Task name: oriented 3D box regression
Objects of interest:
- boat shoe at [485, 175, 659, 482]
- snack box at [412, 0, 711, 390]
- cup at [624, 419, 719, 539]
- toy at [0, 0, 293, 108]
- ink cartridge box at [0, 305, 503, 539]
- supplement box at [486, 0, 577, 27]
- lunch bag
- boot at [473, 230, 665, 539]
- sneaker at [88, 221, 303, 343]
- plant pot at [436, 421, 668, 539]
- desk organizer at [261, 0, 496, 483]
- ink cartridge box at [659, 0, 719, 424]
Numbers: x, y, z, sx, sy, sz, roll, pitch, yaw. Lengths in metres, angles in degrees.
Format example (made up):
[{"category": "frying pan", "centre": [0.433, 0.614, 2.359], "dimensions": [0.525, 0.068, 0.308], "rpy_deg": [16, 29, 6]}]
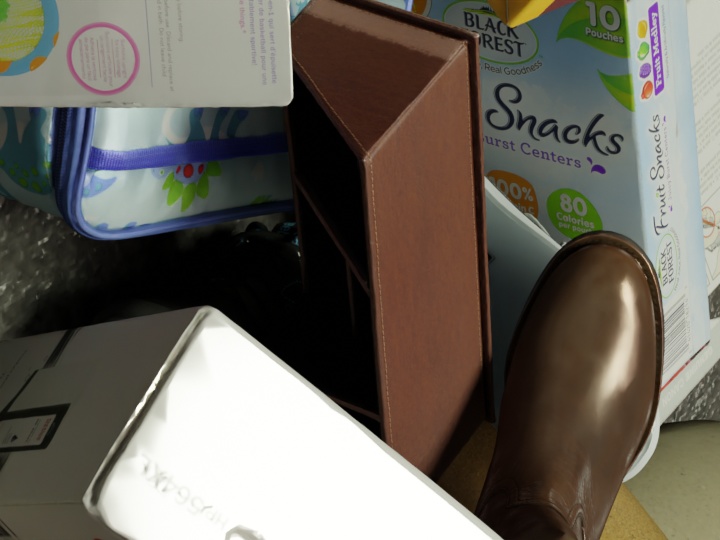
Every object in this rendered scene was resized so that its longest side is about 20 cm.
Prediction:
[{"category": "boat shoe", "centre": [0.059, 0.011, 1.159], "dimensions": [0.074, 0.199, 0.068], "rpy_deg": [-47, 160, 8]}, {"category": "snack box", "centre": [0.077, -0.055, 1.201], "dimensions": [0.053, 0.142, 0.201], "rpy_deg": [-41, 135, -40]}, {"category": "cup", "centre": [0.122, 0.171, 1.341], "dimensions": [0.143, 0.200, 0.202], "rpy_deg": [7, 99, -44]}, {"category": "toy", "centre": [-0.119, -0.112, 0.861], "dimensions": [0.047, 0.198, 0.116], "rpy_deg": [-72, 161, -71]}, {"category": "ink cartridge box", "centre": [-0.062, 0.092, 0.974], "dimensions": [0.146, 0.200, 0.085], "rpy_deg": [39, 68, -20]}, {"category": "supplement box", "centre": [0.094, -0.231, 1.068], "dimensions": [0.200, 0.198, 0.133], "rpy_deg": [-24, 164, -48]}, {"category": "lunch bag", "centre": [-0.060, -0.095, 1.044], "dimensions": [0.199, 0.082, 0.162], "rpy_deg": [-8, 114, -53]}, {"category": "boot", "centre": [0.072, 0.084, 1.007], "dimensions": [0.200, 0.064, 0.188], "rpy_deg": [-38, 140, -82]}, {"category": "sneaker", "centre": [-0.052, 0.016, 1.121], "dimensions": [0.200, 0.073, 0.083], "rpy_deg": [5, 97, -66]}, {"category": "plant pot", "centre": [0.070, 0.156, 1.187], "dimensions": [0.186, 0.200, 0.187], "rpy_deg": [-42, 155, -25]}, {"category": "desk organizer", "centre": [0.000, 0.000, 1.036], "dimensions": [0.077, 0.071, 0.201], "rpy_deg": [-49, 148, -37]}, {"category": "ink cartridge box", "centre": [0.157, -0.045, 1.381], "dimensions": [0.200, 0.043, 0.174], "rpy_deg": [-43, 125, -37]}]
